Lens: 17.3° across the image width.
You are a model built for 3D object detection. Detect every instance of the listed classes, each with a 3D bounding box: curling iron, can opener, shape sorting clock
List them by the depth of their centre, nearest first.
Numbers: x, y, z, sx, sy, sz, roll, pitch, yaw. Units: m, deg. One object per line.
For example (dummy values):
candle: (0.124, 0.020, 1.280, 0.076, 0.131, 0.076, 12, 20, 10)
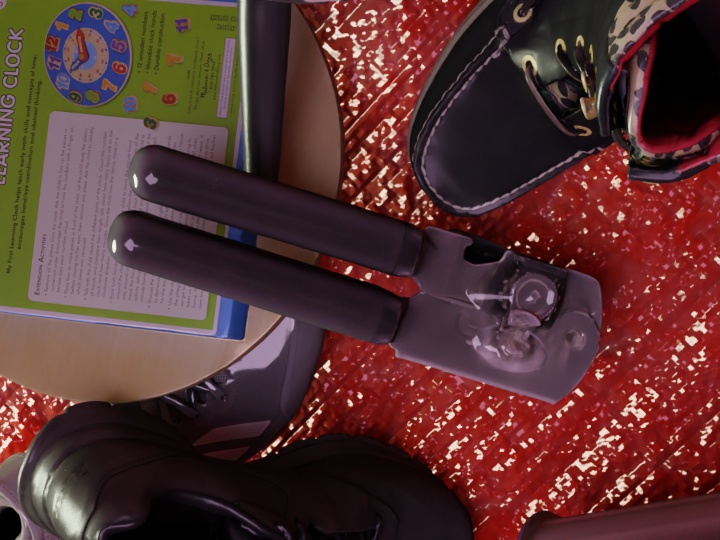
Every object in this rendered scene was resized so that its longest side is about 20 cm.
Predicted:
curling iron: (-0.044, -0.121, 0.898, 0.049, 0.026, 0.201, 9, 119, 30)
can opener: (0.000, 0.000, 0.928, 0.199, 0.067, 0.054, 17, 95, -10)
shape sorting clock: (-0.102, -0.046, 0.975, 0.199, 0.039, 0.201, -1, 86, 12)

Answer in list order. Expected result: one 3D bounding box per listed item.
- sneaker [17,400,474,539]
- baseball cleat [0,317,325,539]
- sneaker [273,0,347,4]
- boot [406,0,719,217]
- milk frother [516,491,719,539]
sneaker: (-0.037, 0.110, 0.954, 0.199, 0.091, 0.076, 8, 107, -28)
baseball cleat: (-0.095, 0.074, 0.995, 0.070, 0.106, 0.200, 47, 114, 12)
sneaker: (0.040, -0.159, 0.826, 0.199, 0.077, 0.089, -20, 141, -8)
boot: (0.086, -0.069, 0.853, 0.203, 0.154, 0.073, -40, 104, 24)
milk frother: (0.152, 0.086, 0.911, 0.187, 0.181, 0.201, -12, 60, 22)
